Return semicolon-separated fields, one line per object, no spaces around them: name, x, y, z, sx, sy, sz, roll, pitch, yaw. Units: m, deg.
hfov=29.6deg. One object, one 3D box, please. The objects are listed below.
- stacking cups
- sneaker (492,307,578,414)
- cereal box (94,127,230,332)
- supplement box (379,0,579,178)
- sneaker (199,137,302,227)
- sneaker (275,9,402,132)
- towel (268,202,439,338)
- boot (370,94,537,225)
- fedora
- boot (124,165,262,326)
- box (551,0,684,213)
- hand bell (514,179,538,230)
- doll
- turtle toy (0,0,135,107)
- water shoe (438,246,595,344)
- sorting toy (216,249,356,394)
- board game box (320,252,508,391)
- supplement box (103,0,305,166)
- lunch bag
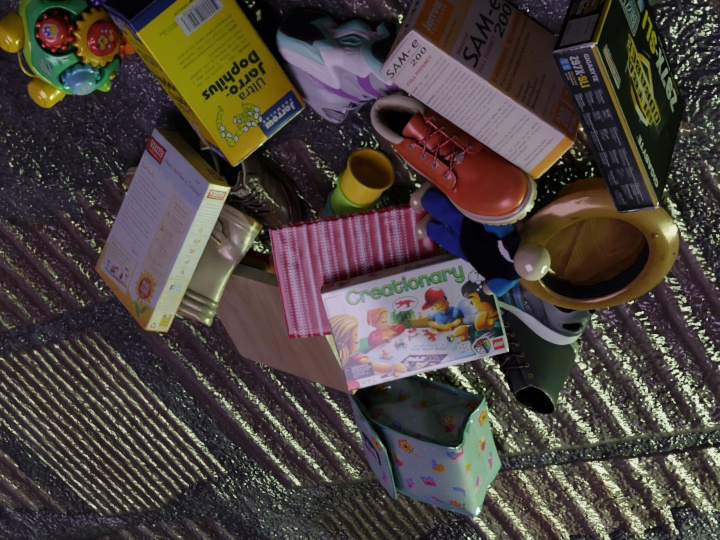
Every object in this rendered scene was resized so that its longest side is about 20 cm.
stacking cups;-0.018;-0.068;1.656;0.060;0.061;0.200;26;144;-4
sneaker;0.182;0.086;1.683;0.199;0.107;0.075;34;139;-12
cereal box;-0.238;-0.049;1.625;0.039;0.144;0.202;10;115;-43
supplement box;0.132;-0.205;1.381;0.199;0.127;0.074;32;140;-11
sneaker;-0.140;-0.107;1.653;0.070;0.076;0.201;-9;130;32
sneaker;0.006;-0.202;1.490;0.198;0.078;0.141;19;142;21
towel;0.000;0.000;1.614;0.197;0.023;0.146;-9;106;4
boot;0.091;-0.117;1.408;0.199;0.075;0.107;35;180;37
fedora;0.257;-0.040;1.519;0.198;0.082;0.202;3;140;2
boot;-0.237;-0.032;1.701;0.198;0.157;0.073;25;176;18
box;0.254;-0.184;1.319;0.049;0.161;0.201;-7;130;30
hand bell;0.178;-0.078;1.545;0.103;0.105;0.201;6;150;19
doll;0.130;-0.038;1.490;0.199;0.048;0.138;32;142;47
turtle toy;-0.319;-0.277;1.489;0.100;0.146;0.201;15;143;41
water shoe;0.189;0.007;1.623;0.199;0.072;0.079;31;133;-1
sorting toy;-0.098;0.050;1.769;0.197;0.070;0.201;16;146;34
board game box;0.064;0.056;1.599;0.198;0.035;0.128;-15;106;7
supplement box;-0.168;-0.232;1.474;0.201;0.109;0.109;54;172;-31
lunch bag;0.078;0.236;1.886;0.198;0.123;0.171;12;141;25
